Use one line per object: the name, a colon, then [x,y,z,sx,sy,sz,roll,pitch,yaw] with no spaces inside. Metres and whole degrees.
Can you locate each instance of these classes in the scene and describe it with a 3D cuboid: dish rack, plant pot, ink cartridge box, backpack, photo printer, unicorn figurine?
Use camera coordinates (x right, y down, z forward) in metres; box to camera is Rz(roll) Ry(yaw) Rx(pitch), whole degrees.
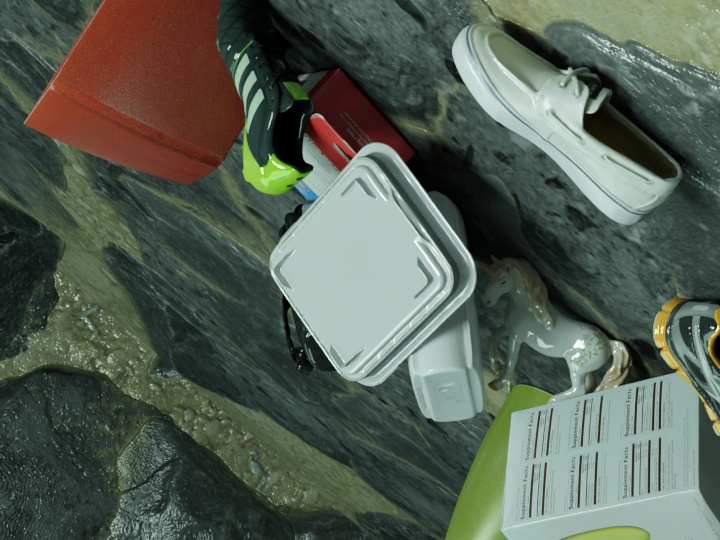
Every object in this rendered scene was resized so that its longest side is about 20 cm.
dish rack: [0.000,0.000,1.537,0.172,0.043,0.200,55,129,14]
plant pot: [-0.191,-0.193,1.637,0.176,0.200,0.200,33,166,-12]
ink cartridge box: [-0.029,-0.130,1.631,0.116,0.067,0.200,46,163,-21]
plant pot: [0.194,0.270,1.961,0.187,0.200,0.187,36,164,12]
backpack: [-0.018,0.000,1.724,0.200,0.126,0.167,-89,-1,-70]
photo printer: [0.078,0.030,1.643,0.069,0.201,0.166,-7,157,5]
unicorn figurine: [0.177,0.066,1.659,0.200,0.138,0.074,20,-155,-5]

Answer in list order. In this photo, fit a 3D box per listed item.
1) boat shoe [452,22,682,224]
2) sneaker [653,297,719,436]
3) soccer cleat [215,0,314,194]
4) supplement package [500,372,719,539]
boat shoe: [0.159,-0.122,1.257,0.200,0.071,0.070,44,137,-1]
sneaker: [0.334,0.102,1.425,0.200,0.078,0.077,44,158,-12]
soccer cleat: [-0.082,-0.171,1.539,0.081,0.067,0.201,-18,80,46]
supplement package: [0.268,0.225,1.616,0.200,0.147,0.191,-17,131,27]
